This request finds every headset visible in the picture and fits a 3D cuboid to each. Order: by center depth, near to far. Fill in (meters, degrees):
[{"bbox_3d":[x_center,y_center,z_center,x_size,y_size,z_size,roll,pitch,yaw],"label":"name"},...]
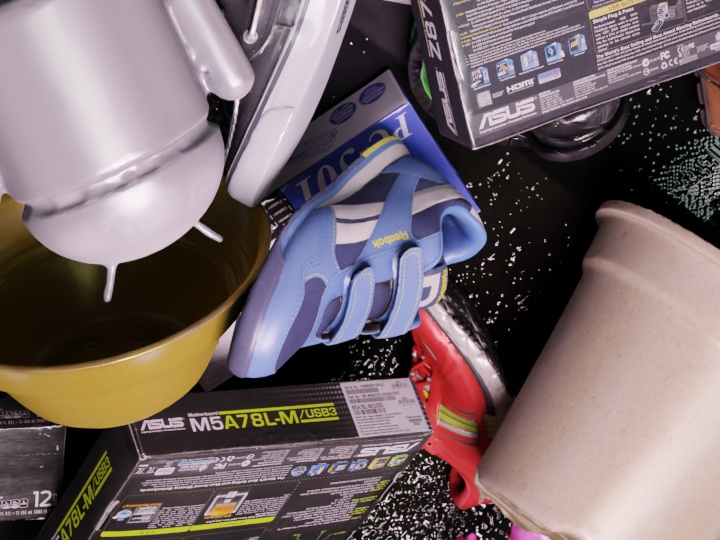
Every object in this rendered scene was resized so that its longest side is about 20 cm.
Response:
[{"bbox_3d":[0.126,-0.107,1.252,0.198,0.095,0.124,3,143,-2],"label":"headset"}]

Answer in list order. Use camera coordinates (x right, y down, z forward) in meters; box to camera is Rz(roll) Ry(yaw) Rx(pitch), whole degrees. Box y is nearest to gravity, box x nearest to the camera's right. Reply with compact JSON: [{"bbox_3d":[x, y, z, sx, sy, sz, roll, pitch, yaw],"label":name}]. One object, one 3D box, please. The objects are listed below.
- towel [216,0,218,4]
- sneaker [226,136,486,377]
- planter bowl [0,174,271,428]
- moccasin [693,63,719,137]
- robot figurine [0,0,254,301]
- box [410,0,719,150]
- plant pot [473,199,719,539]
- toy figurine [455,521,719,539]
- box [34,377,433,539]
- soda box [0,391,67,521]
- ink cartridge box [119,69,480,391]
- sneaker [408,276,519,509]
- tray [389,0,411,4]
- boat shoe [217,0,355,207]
[{"bbox_3d":[-0.144,-0.150,1.193,0.200,0.037,0.148,-39,123,8],"label":"towel"},{"bbox_3d":[0.000,0.000,1.180,0.082,0.200,0.074,35,135,10],"label":"sneaker"},{"bbox_3d":[-0.140,0.027,1.200,0.199,0.201,0.084,-15,123,-9],"label":"planter bowl"},{"bbox_3d":[0.221,-0.163,1.270,0.077,0.074,0.202,-7,125,16],"label":"moccasin"},{"bbox_3d":[-0.140,-0.089,1.123,0.169,0.113,0.201,-24,104,-5],"label":"robot figurine"},{"bbox_3d":[0.120,-0.171,1.155,0.199,0.049,0.162,-21,112,-16],"label":"box"},{"bbox_3d":[0.170,0.092,1.310,0.200,0.200,0.184,43,81,-33],"label":"plant pot"},{"bbox_3d":[0.143,0.192,1.417,0.183,0.150,0.202,13,99,-33],"label":"toy figurine"},{"bbox_3d":[-0.082,0.139,1.316,0.199,0.048,0.193,-3,148,-31],"label":"box"},{"bbox_3d":[-0.275,0.106,1.288,0.198,0.063,0.071,-2,120,-17],"label":"soda box"},{"bbox_3d":[-0.038,-0.022,1.298,0.199,0.044,0.094,-33,125,4],"label":"ink cartridge box"},{"bbox_3d":[0.053,0.080,1.373,0.084,0.077,0.201,-25,124,4],"label":"sneaker"},{"bbox_3d":[0.065,-0.192,1.244,0.198,0.022,0.108,7,119,-21],"label":"tray"},{"bbox_3d":[-0.045,-0.135,1.170,0.067,0.072,0.201,22,107,6],"label":"boat shoe"}]
